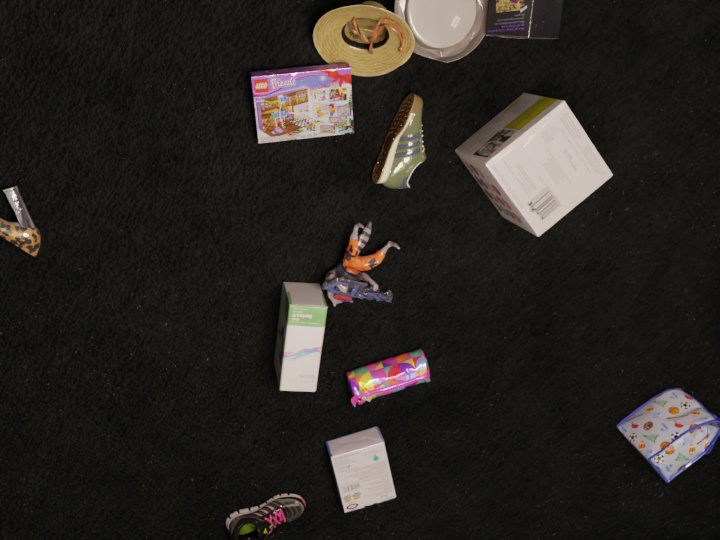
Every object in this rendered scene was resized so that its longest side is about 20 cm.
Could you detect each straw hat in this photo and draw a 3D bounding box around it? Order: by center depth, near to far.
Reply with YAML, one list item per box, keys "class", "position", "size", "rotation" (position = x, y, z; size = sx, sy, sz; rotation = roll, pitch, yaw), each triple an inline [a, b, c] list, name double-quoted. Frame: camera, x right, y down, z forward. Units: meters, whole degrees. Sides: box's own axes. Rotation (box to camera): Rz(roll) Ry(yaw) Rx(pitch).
- class: "straw hat"
  position: [0.012, -0.475, 1.440]
  size: [0.200, 0.201, 0.085]
  rotation: [17, 64, -17]

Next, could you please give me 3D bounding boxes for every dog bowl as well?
- class: "dog bowl"
  position: [0.157, -0.519, 1.474]
  size: [0.199, 0.059, 0.201]
  rotation: [-4, 111, -10]

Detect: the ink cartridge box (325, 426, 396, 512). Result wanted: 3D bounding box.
- class: "ink cartridge box"
  position: [0.004, 0.497, 1.794]
  size: [0.136, 0.076, 0.201]
  rotation: [-14, 110, -6]

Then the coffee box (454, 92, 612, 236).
- class: "coffee box"
  position: [0.355, -0.226, 1.545]
  size: [0.200, 0.198, 0.200]
  rotation: [-40, 111, 2]

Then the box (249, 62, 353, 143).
- class: "box"
  position: [-0.115, -0.335, 1.480]
  size: [0.199, 0.039, 0.137]
  rotation: [-7, 122, -9]

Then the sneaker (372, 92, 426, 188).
- class: "sneaker"
  position: [0.102, -0.264, 1.554]
  size: [0.090, 0.067, 0.201]
  rotation: [17, 105, -25]

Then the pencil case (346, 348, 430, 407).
- class: "pencil case"
  position: [0.064, 0.250, 1.716]
  size: [0.199, 0.088, 0.089]
  rotation: [-20, 112, -5]

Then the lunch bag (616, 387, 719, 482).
- class: "lunch bag"
  position: [0.791, 0.407, 1.878]
  size: [0.200, 0.170, 0.124]
  rotation: [-42, 115, 4]

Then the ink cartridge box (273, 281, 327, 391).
- class: "ink cartridge box"
  position: [-0.132, 0.142, 1.601]
  size: [0.087, 0.145, 0.201]
  rotation: [3, 109, -12]

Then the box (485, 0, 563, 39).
- class: "box"
  position: [0.328, -0.560, 1.446]
  size: [0.122, 0.106, 0.201]
  rotation: [-17, 118, -44]

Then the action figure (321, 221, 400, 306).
- class: "action figure"
  position: [0.000, 0.000, 1.626]
  size: [0.200, 0.105, 0.194]
  rotation: [22, 112, -44]

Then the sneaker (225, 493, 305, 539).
- class: "sneaker"
  position: [-0.225, 0.605, 1.777]
  size: [0.199, 0.087, 0.074]
  rotation: [-16, 112, -6]

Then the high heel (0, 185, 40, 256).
- class: "high heel"
  position: [-0.736, -0.066, 1.436]
  size: [0.199, 0.071, 0.143]
  rotation: [-21, 106, -13]
